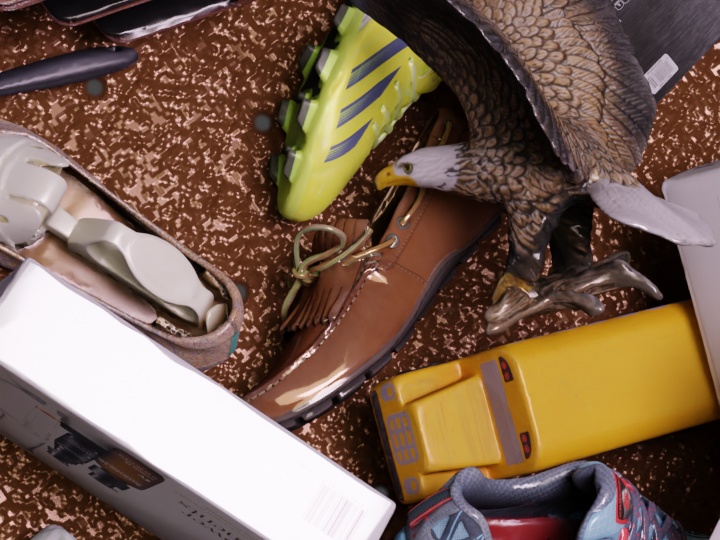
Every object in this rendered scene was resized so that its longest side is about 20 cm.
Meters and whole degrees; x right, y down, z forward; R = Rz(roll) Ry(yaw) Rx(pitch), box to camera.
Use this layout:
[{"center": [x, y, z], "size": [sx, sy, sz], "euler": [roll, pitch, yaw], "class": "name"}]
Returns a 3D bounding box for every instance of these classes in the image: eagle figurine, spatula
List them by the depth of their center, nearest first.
[{"center": [0.071, -0.074, 1.187], "size": [0.150, 0.152, 0.201], "euler": [-10, 92, -13], "class": "eagle figurine"}, {"center": [-0.201, -0.092, 1.211], "size": [0.199, 0.056, 0.021], "euler": [-8, 112, -26], "class": "spatula"}]

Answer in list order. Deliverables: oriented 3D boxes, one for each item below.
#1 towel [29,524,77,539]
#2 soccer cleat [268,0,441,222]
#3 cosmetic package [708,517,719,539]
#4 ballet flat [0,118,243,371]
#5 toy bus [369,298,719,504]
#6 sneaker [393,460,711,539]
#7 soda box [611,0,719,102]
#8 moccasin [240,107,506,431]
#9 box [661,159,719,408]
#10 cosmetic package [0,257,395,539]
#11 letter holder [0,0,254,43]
[{"center": [-0.133, 0.233, 1.134], "size": [0.200, 0.048, 0.171], "euler": [37, 68, 26], "class": "towel"}, {"center": [0.017, -0.110, 1.269], "size": [0.083, 0.065, 0.201], "euler": [27, 74, -14], "class": "soccer cleat"}, {"center": [0.202, 0.124, 1.142], "size": [0.082, 0.051, 0.201], "euler": [26, 101, 8], "class": "cosmetic package"}, {"center": [-0.137, -0.022, 1.204], "size": [0.199, 0.067, 0.068], "euler": [31, 73, -11], "class": "ballet flat"}, {"center": [0.105, 0.063, 1.251], "size": [0.199, 0.078, 0.065], "euler": [-12, 86, -35], "class": "toy bus"}, {"center": [0.116, 0.138, 1.190], "size": [0.199, 0.096, 0.080], "euler": [6, 42, -19], "class": "sneaker"}, {"center": [0.183, -0.165, 1.326], "size": [0.063, 0.071, 0.200], "euler": [47, 71, -5], "class": "soda box"}, {"center": [0.001, 0.000, 1.240], "size": [0.078, 0.074, 0.202], "euler": [43, 71, -7], "class": "moccasin"}, {"center": [0.280, 0.020, 1.257], "size": [0.198, 0.130, 0.201], "euler": [-17, 92, -42], "class": "box"}, {"center": [-0.097, 0.079, 1.157], "size": [0.200, 0.151, 0.052], "euler": [34, 75, -9], "class": "cosmetic package"}, {"center": [-0.147, -0.213, 1.198], "size": [0.141, 0.101, 0.201], "euler": [-20, 77, -8], "class": "letter holder"}]
